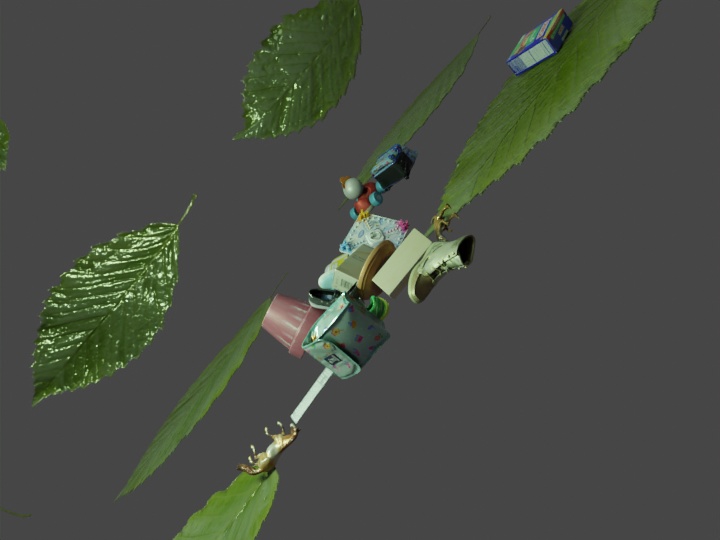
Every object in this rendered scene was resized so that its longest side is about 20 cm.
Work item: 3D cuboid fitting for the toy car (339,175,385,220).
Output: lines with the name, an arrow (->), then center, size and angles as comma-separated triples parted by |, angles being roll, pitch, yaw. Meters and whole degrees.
toy car -> -0.008, -0.370, 2.428 | 0.183, 0.199, 0.178 | -29, 27, 46

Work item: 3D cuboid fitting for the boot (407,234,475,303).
boot -> 0.216, -0.006, 1.407 | 0.154, 0.072, 0.202 | -14, 40, 57

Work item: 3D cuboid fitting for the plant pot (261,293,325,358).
plant pot -> -0.239, 0.180, 1.855 | 0.203, 0.177, 0.200 | -63, 2, 4

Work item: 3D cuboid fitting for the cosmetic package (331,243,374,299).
cosmetic package -> 0.000, 0.000, 1.723 | 0.200, 0.102, 0.074 | -47, -25, -51

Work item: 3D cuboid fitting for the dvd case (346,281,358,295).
dvd case -> -0.071, 0.140, 1.622 | 0.149, 0.016, 0.202 | -48, -13, -48

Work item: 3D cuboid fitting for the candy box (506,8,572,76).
candy box -> 0.659, -0.838, 1.959 | 0.170, 0.077, 0.199 | -57, 21, -22

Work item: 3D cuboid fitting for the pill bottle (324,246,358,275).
pill bottle -> -0.043, -0.008, 1.948 | 0.199, 0.114, 0.115 | -25, 30, 52

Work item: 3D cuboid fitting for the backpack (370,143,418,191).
backpack -> 0.159, -0.480, 2.361 | 0.182, 0.134, 0.201 | -24, 28, 51

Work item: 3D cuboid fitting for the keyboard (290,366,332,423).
keyboard -> -0.143, 0.371, 1.613 | 0.201, 0.011, 0.056 | -54, 18, -9

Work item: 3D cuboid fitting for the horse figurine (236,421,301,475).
horse figurine -> -0.261, 0.517, 1.530 | 0.200, 0.050, 0.132 | -48, 34, -18

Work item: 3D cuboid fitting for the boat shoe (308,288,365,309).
boat shoe -> -0.083, 0.091, 1.757 | 0.196, 0.067, 0.071 | 9, 52, 19

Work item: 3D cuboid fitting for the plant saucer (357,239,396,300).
plant saucer -> 0.060, 0.004, 1.651 | 0.200, 0.037, 0.202 | -47, -27, -33

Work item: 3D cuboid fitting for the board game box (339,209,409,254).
board game box -> 0.051, -0.123, 1.873 | 0.197, 0.026, 0.202 | 15, 54, 20

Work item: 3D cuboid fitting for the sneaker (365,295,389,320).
sneaker -> -0.001, 0.157, 1.575 | 0.201, 0.083, 0.074 | -51, 19, 0

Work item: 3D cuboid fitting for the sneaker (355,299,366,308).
sneaker -> -0.041, 0.184, 1.675 | 0.202, 0.072, 0.114 | -55, -1, 1

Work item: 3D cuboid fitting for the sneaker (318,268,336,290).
sneaker -> -0.041, 0.038, 1.776 | 0.196, 0.075, 0.082 | -7, 23, -8

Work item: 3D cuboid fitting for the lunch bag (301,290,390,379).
lunch bag -> -0.045, 0.191, 1.474 | 0.200, 0.170, 0.122 | -48, 22, 7

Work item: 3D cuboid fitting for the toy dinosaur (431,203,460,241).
toy dinosaur -> 0.246, -0.155, 1.638 | 0.106, 0.060, 0.201 | -44, 19, 23

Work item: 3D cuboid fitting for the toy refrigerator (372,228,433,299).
toy refrigerator -> 0.132, -0.018, 1.589 | 0.201, 0.076, 0.070 | -51, -24, -1
